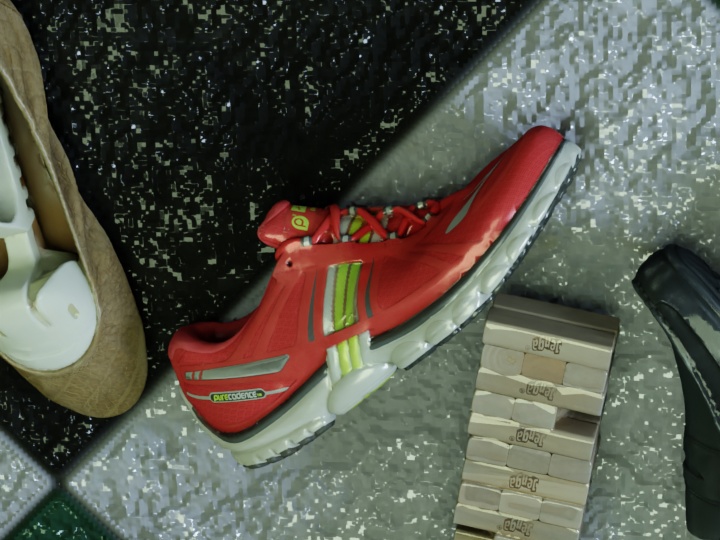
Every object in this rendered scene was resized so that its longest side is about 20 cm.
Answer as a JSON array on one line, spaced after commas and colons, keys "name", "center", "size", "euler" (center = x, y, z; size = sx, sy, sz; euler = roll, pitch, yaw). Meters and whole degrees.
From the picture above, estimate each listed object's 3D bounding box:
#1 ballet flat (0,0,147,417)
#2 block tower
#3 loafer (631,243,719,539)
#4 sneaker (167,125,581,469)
[{"name": "ballet flat", "center": [-0.142, -0.021, 1.146], "size": [0.067, 0.072, 0.201], "euler": [-12, 107, 12]}, {"name": "block tower", "center": [0.066, 0.109, 1.165], "size": [0.058, 0.054, 0.201], "euler": [12, 112, 6]}, {"name": "loafer", "center": [0.159, 0.083, 1.129], "size": [0.070, 0.068, 0.201], "euler": [-30, 106, 9]}, {"name": "sneaker", "center": [0.000, 0.000, 1.128], "size": [0.200, 0.077, 0.085], "euler": [-39, 94, 20]}]
